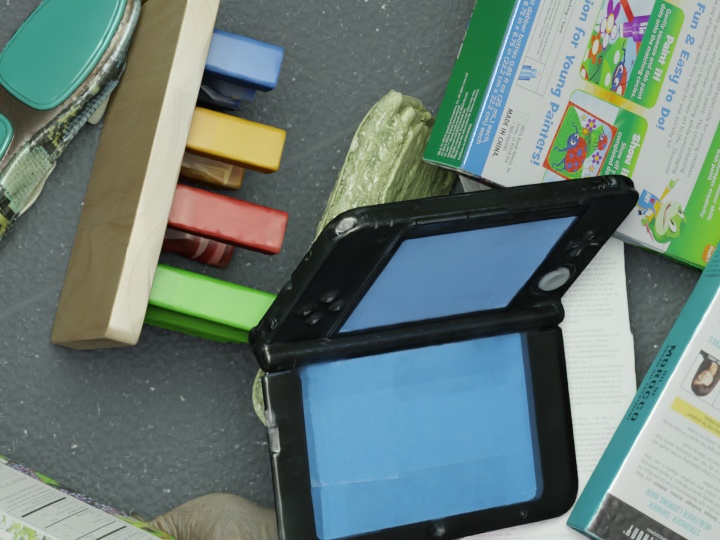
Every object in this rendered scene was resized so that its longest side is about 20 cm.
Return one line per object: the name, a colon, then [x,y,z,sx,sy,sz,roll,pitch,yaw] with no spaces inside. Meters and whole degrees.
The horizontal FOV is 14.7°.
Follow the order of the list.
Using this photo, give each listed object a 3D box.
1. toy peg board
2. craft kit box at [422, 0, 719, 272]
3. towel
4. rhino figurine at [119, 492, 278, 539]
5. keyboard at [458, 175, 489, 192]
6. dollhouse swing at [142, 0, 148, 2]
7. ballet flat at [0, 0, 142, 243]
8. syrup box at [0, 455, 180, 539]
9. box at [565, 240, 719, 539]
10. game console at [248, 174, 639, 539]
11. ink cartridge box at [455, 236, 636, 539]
toy peg board: [-0.089,-0.047,1.545,0.097,0.200,0.200,15,84,-14]
craft kit box: [0.149,-0.122,1.536,0.197,0.048,0.201,21,88,-32]
towel: [0.000,0.000,1.559,0.036,0.148,0.201,19,88,16]
rhino figurine: [-0.068,0.171,1.585,0.199,0.060,0.088,3,89,7]
keyboard: [0.113,0.017,1.625,0.056,0.011,0.201,-19,85,-2]
dollhouse swing: [-0.164,-0.278,1.579,0.175,0.182,0.200,33,84,23]
ballet flat: [-0.187,-0.088,1.604,0.074,0.074,0.200,41,94,3]
syrup box: [-0.159,0.176,1.540,0.199,0.081,0.079,23,104,16]
box: [0.199,0.075,1.542,0.082,0.049,0.201,31,85,-8]
game console: [0.054,0.051,1.464,0.199,0.176,0.117,-8,60,-35]
ink cartridge box: [0.100,0.073,1.588,0.108,0.050,0.201,-2,82,-7]
